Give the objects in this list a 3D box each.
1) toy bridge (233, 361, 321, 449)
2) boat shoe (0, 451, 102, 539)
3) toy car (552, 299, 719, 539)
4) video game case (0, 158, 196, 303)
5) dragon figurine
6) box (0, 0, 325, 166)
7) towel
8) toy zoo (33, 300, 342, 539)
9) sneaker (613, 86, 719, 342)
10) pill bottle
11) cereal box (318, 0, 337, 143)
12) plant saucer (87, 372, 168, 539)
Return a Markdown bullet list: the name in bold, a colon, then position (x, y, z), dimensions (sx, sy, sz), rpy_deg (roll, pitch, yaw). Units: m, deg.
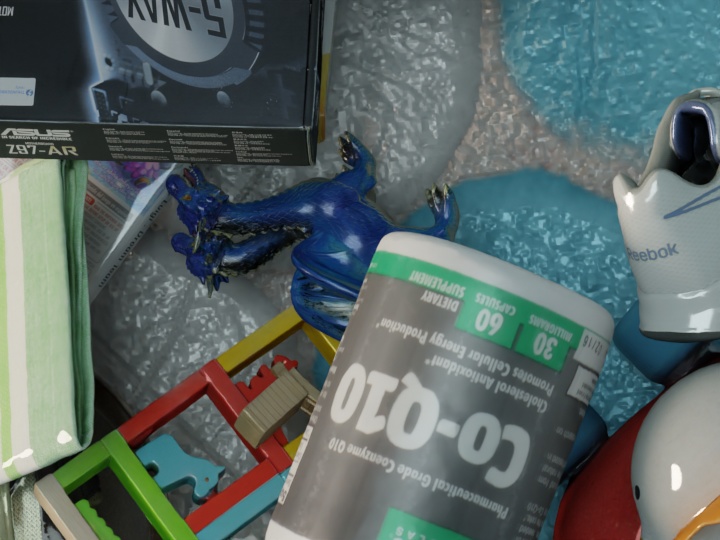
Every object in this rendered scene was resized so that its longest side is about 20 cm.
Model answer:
- **toy bridge**: position (0.027, 0.117, 0.943), dimensions (0.067, 0.027, 0.200), rpy_deg (-40, 81, -25)
- **boat shoe**: position (-0.161, 0.112, 0.982), dimensions (0.064, 0.073, 0.201), rpy_deg (4, 74, -20)
- **toy car**: position (0.154, 0.101, 0.869), dimensions (0.177, 0.200, 0.184), rpy_deg (-44, 78, 6)
- **video game case**: position (-0.169, -0.104, 1.021), dimensions (0.200, 0.024, 0.182), rpy_deg (38, 90, 11)
- **dragon figurine**: position (0.000, 0.000, 0.963), dimensions (0.199, 0.059, 0.100), rpy_deg (33, 63, 14)
- **box**: position (-0.115, -0.132, 0.929), dimensions (0.199, 0.044, 0.161), rpy_deg (2, 69, 2)
- **towel**: position (-0.196, 0.041, 0.966), dimensions (0.199, 0.023, 0.153), rpy_deg (-24, 61, 39)
- **toy zoo**: position (-0.039, 0.100, 0.962), dimensions (0.200, 0.020, 0.131), rpy_deg (-35, 80, -22)
- **sneaker**: position (0.178, -0.052, 0.889), dimensions (0.074, 0.200, 0.087), rpy_deg (-4, 120, 39)
- **pill bottle**: position (0.026, 0.094, 0.863), dimensions (0.113, 0.113, 0.201), rpy_deg (20, 85, 14)
- **cereal box**: position (-0.079, -0.167, 0.986), dimensions (0.143, 0.040, 0.201), rpy_deg (4, 71, 0)
- **plant saucer**: position (-0.188, 0.135, 1.032), dimensions (0.199, 0.032, 0.202), rpy_deg (-1, 85, 13)
